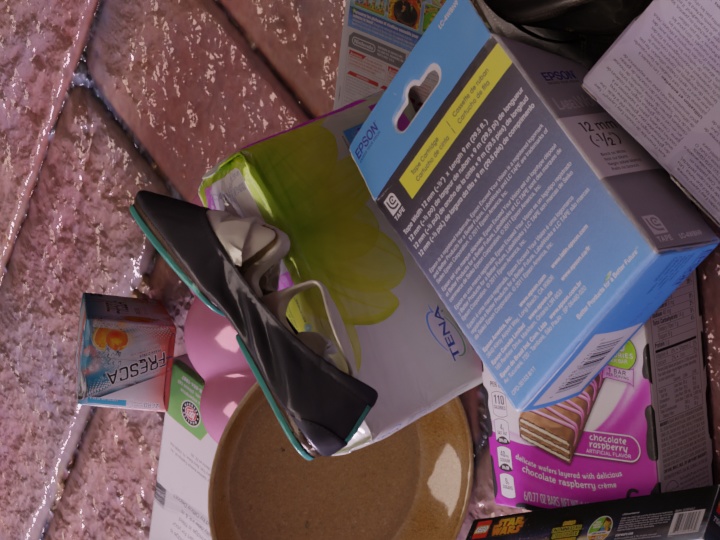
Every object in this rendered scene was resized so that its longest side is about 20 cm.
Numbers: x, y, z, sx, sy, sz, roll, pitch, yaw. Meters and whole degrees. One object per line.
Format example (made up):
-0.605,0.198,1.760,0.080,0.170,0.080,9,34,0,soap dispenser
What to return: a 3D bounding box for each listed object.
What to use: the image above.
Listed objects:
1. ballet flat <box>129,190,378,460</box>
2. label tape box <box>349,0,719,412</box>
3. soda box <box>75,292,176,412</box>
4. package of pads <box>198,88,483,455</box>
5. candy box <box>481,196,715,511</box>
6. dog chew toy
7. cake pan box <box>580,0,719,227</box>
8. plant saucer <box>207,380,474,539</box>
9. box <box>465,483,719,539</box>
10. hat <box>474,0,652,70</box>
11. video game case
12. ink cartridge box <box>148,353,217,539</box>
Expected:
-0.057,0.017,1.056,0.201,0.073,0.073,53,134,17,ballet flat
0.092,-0.043,1.028,0.201,0.066,0.144,58,133,25,label tape box
-0.181,0.060,1.361,0.200,0.068,0.064,-156,72,-80,soda box
0.000,0.000,1.141,0.068,0.154,0.201,-27,89,52,package of pads
0.139,0.049,1.092,0.136,0.061,0.202,3,103,46,candy box
-0.067,0.033,1.239,0.124,0.124,0.202,-12,71,48,dog chew toy
0.233,-0.097,0.919,0.200,0.052,0.184,45,131,8,cake pan box
-0.017,0.139,1.197,0.035,0.199,0.202,16,114,60,plant saucer
0.171,0.190,1.061,0.137,0.040,0.199,44,145,-24,box
0.119,-0.183,1.017,0.199,0.081,0.203,14,113,36,hat
0.043,-0.158,1.168,0.143,0.018,0.202,29,122,40,video game case
-0.082,0.176,1.353,0.146,0.084,0.202,32,124,37,ink cartridge box
